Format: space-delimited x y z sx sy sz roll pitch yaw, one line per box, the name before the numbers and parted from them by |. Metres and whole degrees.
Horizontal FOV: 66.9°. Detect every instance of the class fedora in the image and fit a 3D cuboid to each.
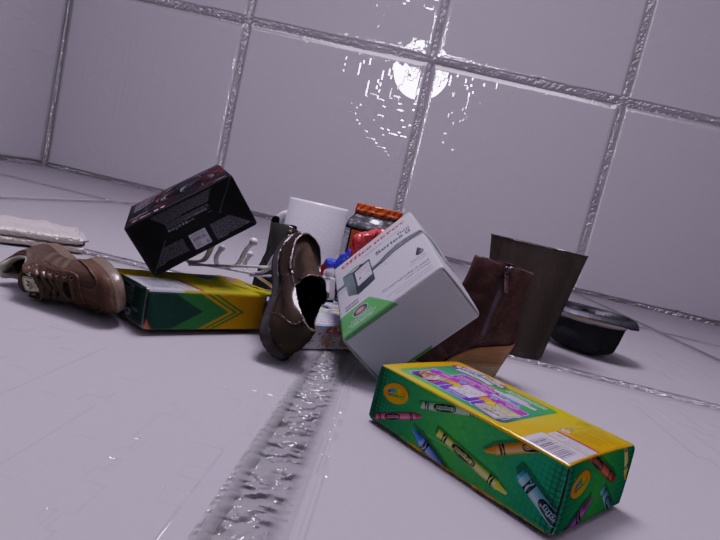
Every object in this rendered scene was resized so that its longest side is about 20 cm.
fedora | 0.483 0.126 1.173 0.200 0.092 0.201 13 7 -2

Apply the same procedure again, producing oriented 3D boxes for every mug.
mug | -0.141 -0.085 1.352 0.200 0.176 0.148 16 7 27

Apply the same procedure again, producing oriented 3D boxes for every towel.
towel | -0.597 -0.070 0.969 0.200 0.035 0.132 8 8 -33

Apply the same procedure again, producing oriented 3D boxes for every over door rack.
over door rack | -0.149 -0.012 0.825 0.200 0.067 0.148 15 1 33

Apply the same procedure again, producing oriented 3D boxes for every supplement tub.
supplement tub | 0.018 -0.030 1.110 0.122 0.201 0.123 13 7 -2

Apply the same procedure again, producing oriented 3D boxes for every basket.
basket | 0.306 0.049 1.009 0.180 0.201 0.136 12 8 -2

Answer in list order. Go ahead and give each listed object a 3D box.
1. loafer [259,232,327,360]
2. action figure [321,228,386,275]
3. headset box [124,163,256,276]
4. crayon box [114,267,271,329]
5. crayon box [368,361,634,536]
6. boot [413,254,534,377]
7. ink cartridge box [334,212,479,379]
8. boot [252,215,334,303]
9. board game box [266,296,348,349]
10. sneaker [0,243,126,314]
loafer | -0.069 0.023 0.689 0.071 0.200 0.073 -23 -49 24
action figure | 0.000 0.000 0.862 0.065 0.099 0.200 -16 -13 -31
headset box | -0.243 -0.081 0.771 0.148 0.075 0.200 -29 23 -10
crayon box | -0.217 0.038 0.726 0.200 0.051 0.127 6 8 -45
crayon box | 0.119 0.144 0.492 0.119 0.058 0.200 7 9 -43
boot | 0.131 0.056 0.754 0.200 0.167 0.072 11 12 -18
ink cartridge box | 0.047 0.025 0.707 0.084 0.146 0.200 49 10 -22
boot | -0.116 -0.013 0.982 0.200 0.139 0.077 20 9 36
board game box | -0.039 0.079 0.811 0.200 0.034 0.134 8 9 -37
sneaker | -0.361 0.018 0.656 0.200 0.071 0.075 14 25 36
